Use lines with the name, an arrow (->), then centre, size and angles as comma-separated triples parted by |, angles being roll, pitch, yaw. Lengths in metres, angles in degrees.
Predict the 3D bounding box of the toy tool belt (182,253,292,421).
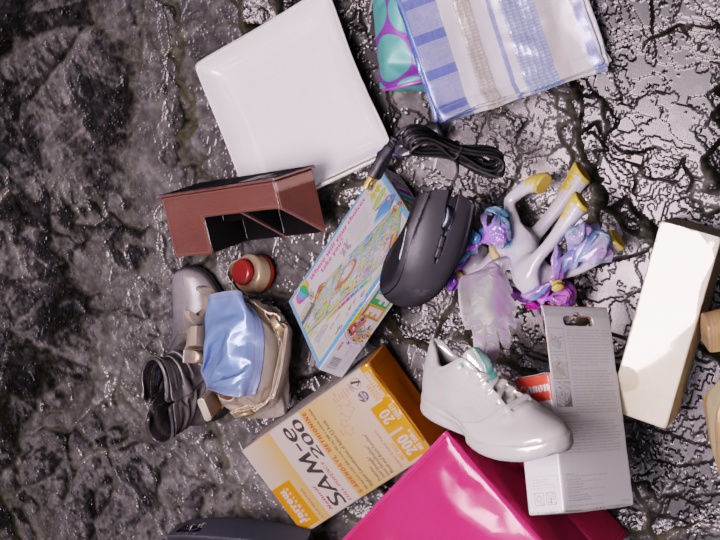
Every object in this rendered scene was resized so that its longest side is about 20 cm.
toy tool belt -> -0.147, 0.074, 1.443 | 0.124, 0.122, 0.203 | -12, 77, 36

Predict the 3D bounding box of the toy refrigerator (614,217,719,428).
toy refrigerator -> 0.315, 0.051, 1.282 | 0.069, 0.076, 0.202 | 17, 103, 21

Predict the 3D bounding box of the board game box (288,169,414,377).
board game box -> 0.000, 0.000, 1.399 | 0.201, 0.034, 0.135 | -55, 34, 19

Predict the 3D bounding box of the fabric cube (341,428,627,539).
fabric cube -> 0.129, 0.289, 1.324 | 0.199, 0.199, 0.197 | 46, 112, 15

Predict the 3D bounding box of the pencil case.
pencil case -> 0.057, -0.297, 1.357 | 0.092, 0.084, 0.203 | 4, 99, 56

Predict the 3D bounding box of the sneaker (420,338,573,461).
sneaker -> 0.122, 0.119, 1.199 | 0.199, 0.075, 0.090 | 18, 117, 51

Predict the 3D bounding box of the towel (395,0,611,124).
towel -> 0.150, -0.250, 1.307 | 0.198, 0.024, 0.149 | -18, 92, 0

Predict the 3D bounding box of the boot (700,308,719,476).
boot -> 0.420, 0.117, 1.249 | 0.142, 0.071, 0.203 | -7, 112, 4

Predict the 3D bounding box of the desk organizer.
desk organizer -> -0.138, -0.067, 1.445 | 0.198, 0.071, 0.078 | -5, 102, 41

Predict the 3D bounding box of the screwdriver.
screwdriver -> 0.005, -0.118, 1.402 | 0.198, 0.029, 0.028 | -26, 116, 15

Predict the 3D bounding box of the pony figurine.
pony figurine -> 0.177, 0.002, 1.315 | 0.200, 0.166, 0.194 | -41, 47, 25

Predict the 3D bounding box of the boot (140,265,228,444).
boot -> -0.214, 0.097, 1.493 | 0.069, 0.131, 0.203 | -10, 91, 26

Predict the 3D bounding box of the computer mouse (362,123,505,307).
computer mouse -> 0.058, -0.049, 1.277 | 0.139, 0.046, 0.201 | 20, 112, -24

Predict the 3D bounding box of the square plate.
square plate -> -0.079, -0.194, 1.460 | 0.197, 0.028, 0.202 | -24, 85, 24

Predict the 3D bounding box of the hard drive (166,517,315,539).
hard drive -> -0.123, 0.350, 1.491 | 0.198, 0.043, 0.136 | -3, 130, 31

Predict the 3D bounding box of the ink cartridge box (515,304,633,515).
ink cartridge box -> 0.210, 0.139, 1.247 | 0.050, 0.108, 0.203 | -18, 74, 48

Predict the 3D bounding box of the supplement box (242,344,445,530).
supplement box -> -0.020, 0.196, 1.436 | 0.199, 0.074, 0.126 | -37, 93, 23
